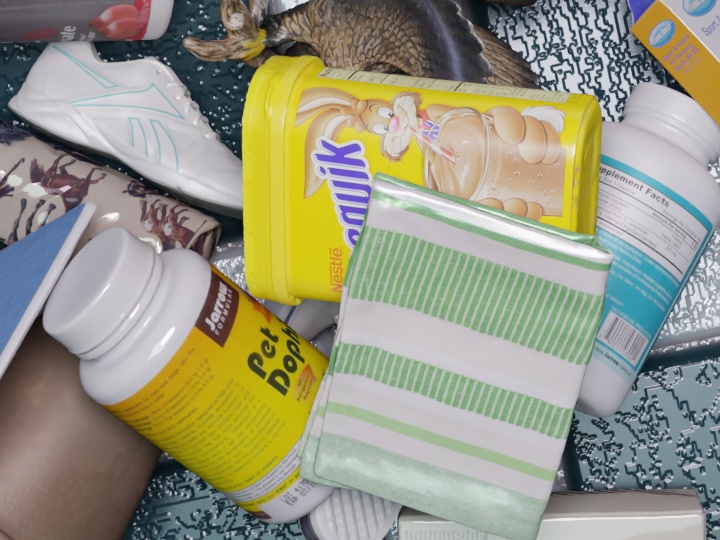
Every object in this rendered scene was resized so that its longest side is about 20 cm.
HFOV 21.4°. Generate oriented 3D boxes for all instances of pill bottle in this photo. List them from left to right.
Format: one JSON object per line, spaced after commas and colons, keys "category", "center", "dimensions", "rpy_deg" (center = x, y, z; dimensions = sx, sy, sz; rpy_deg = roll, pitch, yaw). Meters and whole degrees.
{"category": "pill bottle", "center": [-0.224, -0.202, 1.226], "dimensions": [0.198, 0.111, 0.112], "rpy_deg": [-3, 91, -17]}
{"category": "pill bottle", "center": [-0.096, 0.062, 1.175], "dimensions": [0.200, 0.109, 0.109], "rpy_deg": [39, 95, -26]}
{"category": "pill bottle", "center": [0.159, -0.016, 1.215], "dimensions": [0.110, 0.111, 0.201], "rpy_deg": [29, 83, 4]}

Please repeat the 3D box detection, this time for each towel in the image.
{"category": "towel", "center": [0.053, 0.054, 1.101], "dimensions": [0.151, 0.023, 0.201], "rpy_deg": [16, 116, 4]}

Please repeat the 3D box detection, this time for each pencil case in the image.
{"category": "pencil case", "center": [-0.197, -0.033, 1.274], "dimensions": [0.199, 0.078, 0.090], "rpy_deg": [25, 102, 5]}

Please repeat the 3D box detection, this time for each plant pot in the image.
{"category": "plant pot", "center": [-0.214, 0.128, 1.237], "dimensions": [0.200, 0.200, 0.175], "rpy_deg": [38, 78, 4]}

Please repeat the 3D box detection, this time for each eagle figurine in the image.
{"category": "eagle figurine", "center": [0.013, -0.145, 1.221], "dimensions": [0.198, 0.152, 0.152], "rpy_deg": [-3, 123, 24]}

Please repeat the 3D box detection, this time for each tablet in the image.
{"category": "tablet", "center": [-0.235, 0.046, 1.164], "dimensions": [0.130, 0.201, 0.014], "rpy_deg": [-26, 120, 39]}

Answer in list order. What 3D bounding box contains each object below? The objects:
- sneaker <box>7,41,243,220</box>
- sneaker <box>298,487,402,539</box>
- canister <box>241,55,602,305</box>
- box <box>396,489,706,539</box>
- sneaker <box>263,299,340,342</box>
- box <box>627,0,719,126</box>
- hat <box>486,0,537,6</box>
{"category": "sneaker", "center": [-0.133, -0.097, 1.272], "dimensions": [0.199, 0.070, 0.081], "rpy_deg": [27, 84, 3]}
{"category": "sneaker", "center": [0.023, 0.099, 1.259], "dimensions": [0.078, 0.079, 0.200], "rpy_deg": [44, 70, -9]}
{"category": "canister", "center": [0.037, -0.044, 1.128], "dimensions": [0.198, 0.087, 0.150], "rpy_deg": [7, 114, 16]}
{"category": "box", "center": [0.125, 0.189, 1.248], "dimensions": [0.198, 0.068, 0.083], "rpy_deg": [-1, 97, 5]}
{"category": "sneaker", "center": [0.000, 0.000, 1.256], "dimensions": [0.071, 0.073, 0.200], "rpy_deg": [38, 93, 12]}
{"category": "box", "center": [0.260, -0.133, 1.211], "dimensions": [0.200, 0.041, 0.119], "rpy_deg": [48, 51, 1]}
{"category": "hat", "center": [0.070, -0.215, 1.193], "dimensions": [0.200, 0.201, 0.081], "rpy_deg": [34, 105, 4]}
